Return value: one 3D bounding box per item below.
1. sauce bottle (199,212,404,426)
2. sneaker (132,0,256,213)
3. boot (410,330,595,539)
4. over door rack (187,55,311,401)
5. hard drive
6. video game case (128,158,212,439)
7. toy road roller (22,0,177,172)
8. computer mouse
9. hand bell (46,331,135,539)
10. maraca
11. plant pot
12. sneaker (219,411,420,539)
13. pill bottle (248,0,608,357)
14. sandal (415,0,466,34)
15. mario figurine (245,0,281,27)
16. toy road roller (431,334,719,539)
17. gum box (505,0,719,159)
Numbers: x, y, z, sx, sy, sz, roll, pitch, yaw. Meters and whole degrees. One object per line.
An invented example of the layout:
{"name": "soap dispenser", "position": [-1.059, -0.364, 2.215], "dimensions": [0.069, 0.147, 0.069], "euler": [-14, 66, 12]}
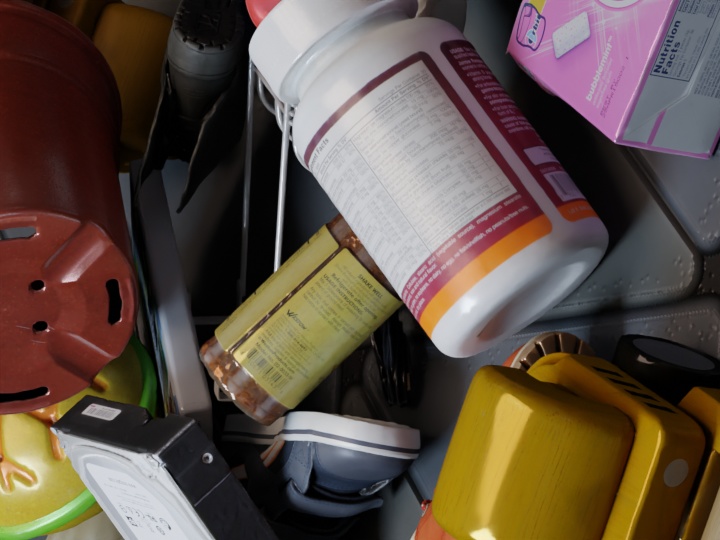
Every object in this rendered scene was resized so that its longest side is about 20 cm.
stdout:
{"name": "sauce bottle", "position": [0.000, 0.000, 1.552], "dimensions": [0.200, 0.066, 0.066], "euler": [-42, 43, 7]}
{"name": "sneaker", "position": [-0.094, -0.125, 1.732], "dimensions": [0.200, 0.060, 0.104], "euler": [-69, -8, -58]}
{"name": "boot", "position": [0.068, 0.120, 1.473], "dimensions": [0.107, 0.075, 0.200], "euler": [32, 111, 60]}
{"name": "over door rack", "position": [-0.044, -0.035, 1.649], "dimensions": [0.148, 0.067, 0.200], "euler": [-121, 44, -70]}
{"name": "hard drive", "position": [-0.088, 0.164, 1.610], "dimensions": [0.038, 0.200, 0.140], "euler": [-43, 25, -22]}
{"name": "video game case", "position": [-0.117, 0.063, 1.730], "dimensions": [0.182, 0.022, 0.200], "euler": [93, 166, -50]}
{"name": "toy road roller", "position": [-0.187, -0.139, 1.811], "dimensions": [0.146, 0.200, 0.123], "euler": [6, 69, 32]}
{"name": "computer mouse", "position": [0.020, -0.019, 1.616], "dimensions": [0.059, 0.034, 0.200], "euler": [142, 124, -77]}
{"name": "hand bell", "position": [-0.167, 0.110, 1.812], "dimensions": [0.104, 0.104, 0.200], "euler": [-20, 63, 54]}
{"name": "maraca", "position": [-0.208, 0.112, 1.728], "dimensions": [0.200, 0.107, 0.137], "euler": [-37, 43, 12]}
{"name": "plant pot", "position": [-0.222, -0.029, 1.664], "dimensions": [0.201, 0.201, 0.195], "euler": [-62, 31, 27]}
{"name": "sneaker", "position": [-0.026, 0.123, 1.610], "dimensions": [0.200, 0.078, 0.080], "euler": [168, 112, -67]}
{"name": "pill bottle", "position": [0.033, -0.062, 1.466], "dimensions": [0.200, 0.110, 0.110], "euler": [55, 132, 14]}
{"name": "sandal", "position": [0.054, -0.191, 1.584], "dimensions": [0.082, 0.050, 0.203], "euler": [123, 154, -57]}
{"name": "mario figurine", "position": [-0.040, -0.208, 1.653], "dimensions": [0.200, 0.123, 0.106], "euler": [43, 153, 60]}
{"name": "toy road roller", "position": [0.127, 0.110, 1.311], "dimensions": [0.200, 0.146, 0.123], "euler": [36, 114, 54]}
{"name": "gum box", "position": [0.156, -0.162, 1.401], "dimensions": [0.114, 0.066, 0.200], "euler": [46, 121, 50]}
